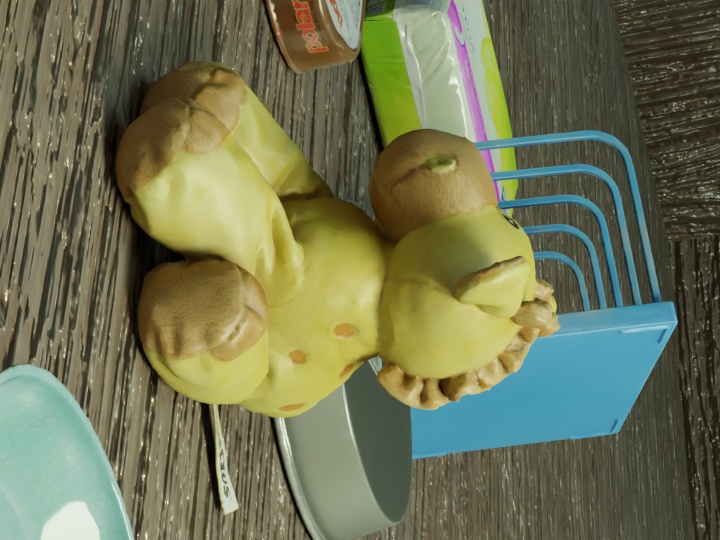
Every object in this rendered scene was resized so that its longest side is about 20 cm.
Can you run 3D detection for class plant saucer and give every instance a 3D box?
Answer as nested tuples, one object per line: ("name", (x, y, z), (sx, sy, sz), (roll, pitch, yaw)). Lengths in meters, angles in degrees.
("plant saucer", (-0.109, 0.131, 0.823), (0.200, 0.036, 0.200), (-9, 90, -78))

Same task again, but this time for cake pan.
("cake pan", (-0.010, 0.050, 1.372), (0.200, 0.037, 0.201), (-9, 90, -79))

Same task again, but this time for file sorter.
("file sorter", (0.087, 0.017, 1.502), (0.200, 0.139, 0.123), (101, -18, -68))

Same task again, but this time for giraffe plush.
("giraffe plush", (0.000, 0.000, 1.132), (0.173, 0.162, 0.200), (-69, 148, -68))

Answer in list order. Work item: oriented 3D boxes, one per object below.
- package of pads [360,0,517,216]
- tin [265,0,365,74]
("package of pads", (0.055, -0.106, 1.728), (0.155, 0.068, 0.200), (-74, 154, -63))
("tin", (-0.026, -0.196, 1.482), (0.200, 0.042, 0.112), (-85, 159, -48))
